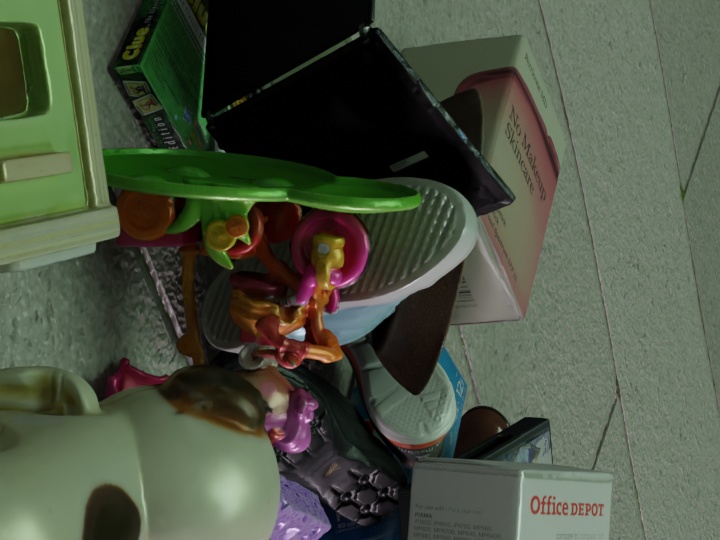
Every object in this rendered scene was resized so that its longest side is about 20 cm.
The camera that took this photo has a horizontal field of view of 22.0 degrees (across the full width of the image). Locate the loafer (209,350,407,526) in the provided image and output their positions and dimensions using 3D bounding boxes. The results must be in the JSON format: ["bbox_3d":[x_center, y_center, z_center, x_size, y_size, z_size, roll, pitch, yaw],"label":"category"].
[{"bbox_3d":[-0.040,0.102,1.222,0.201,0.068,0.070,44,8,-44],"label":"loafer"}]

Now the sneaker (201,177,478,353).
[{"bbox_3d":[0.000,0.000,1.097,0.082,0.200,0.074,12,65,-49],"label":"sneaker"}]

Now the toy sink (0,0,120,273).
[{"bbox_3d":[-0.190,-0.048,0.840,0.130,0.112,0.200,-17,103,-65],"label":"toy sink"}]

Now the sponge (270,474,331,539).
[{"bbox_3d":[-0.106,0.135,1.001,0.200,0.112,0.030,41,21,-58],"label":"sponge"}]

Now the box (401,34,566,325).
[{"bbox_3d":[0.080,-0.070,1.450,0.128,0.109,0.200,63,33,-41],"label":"box"}]

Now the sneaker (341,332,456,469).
[{"bbox_3d":[0.014,0.056,1.310,0.082,0.077,0.200,86,-8,-54],"label":"sneaker"}]

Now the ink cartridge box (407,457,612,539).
[{"bbox_3d":[0.094,0.224,1.197,0.146,0.085,0.200,12,79,-58],"label":"ink cartridge box"}]

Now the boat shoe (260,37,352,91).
[{"bbox_3d":[-0.026,-0.100,1.220,0.199,0.074,0.066,59,-24,28],"label":"boat shoe"}]

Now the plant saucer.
[{"bbox_3d":[0.039,-0.021,1.186,0.200,0.034,0.200,-169,-90,-83],"label":"plant saucer"}]

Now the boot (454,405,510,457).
[{"bbox_3d":[0.071,0.193,1.386,0.200,0.068,0.188,31,76,-78],"label":"boot"}]

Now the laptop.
[{"bbox_3d":[-0.004,-0.120,1.100,0.200,0.177,0.103,49,53,-15],"label":"laptop"}]

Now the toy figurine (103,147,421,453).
[{"bbox_3d":[-0.069,0.035,1.037,0.150,0.200,0.184,-25,121,-70],"label":"toy figurine"}]

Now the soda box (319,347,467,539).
[{"bbox_3d":[0.022,0.148,1.339,0.068,0.064,0.200,59,35,-45],"label":"soda box"}]

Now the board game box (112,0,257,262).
[{"bbox_3d":[-0.092,-0.090,1.175,0.200,0.023,0.105,63,33,-41],"label":"board game box"}]

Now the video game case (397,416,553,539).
[{"bbox_3d":[0.089,0.222,1.288,0.181,0.025,0.200,-20,109,-55],"label":"video game case"}]

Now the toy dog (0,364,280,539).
[{"bbox_3d":[-0.128,0.101,0.814,0.200,0.194,0.140,-10,92,-42],"label":"toy dog"}]
